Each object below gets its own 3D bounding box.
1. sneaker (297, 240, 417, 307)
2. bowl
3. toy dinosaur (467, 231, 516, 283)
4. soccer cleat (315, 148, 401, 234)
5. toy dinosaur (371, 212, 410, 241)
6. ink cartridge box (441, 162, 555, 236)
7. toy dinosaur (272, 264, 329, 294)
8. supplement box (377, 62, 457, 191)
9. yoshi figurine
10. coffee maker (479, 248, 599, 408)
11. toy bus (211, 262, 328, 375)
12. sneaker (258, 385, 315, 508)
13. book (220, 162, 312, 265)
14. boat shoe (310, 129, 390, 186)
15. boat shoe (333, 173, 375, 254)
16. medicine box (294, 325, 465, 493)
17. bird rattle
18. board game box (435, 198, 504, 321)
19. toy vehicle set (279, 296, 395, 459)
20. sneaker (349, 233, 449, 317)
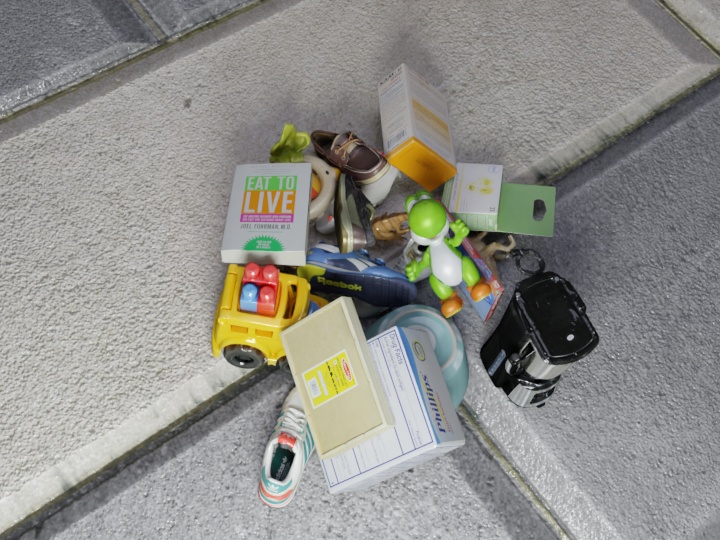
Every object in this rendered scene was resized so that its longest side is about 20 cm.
[{"bbox_3d":[0.000,0.000,1.555,0.197,0.075,0.083,16,47,4],"label":"sneaker"},{"bbox_3d":[0.090,0.137,1.539,0.197,0.105,0.203,4,60,-7],"label":"bowl"},{"bbox_3d":[0.222,-0.026,1.685,0.100,0.059,0.201,-27,53,-11],"label":"toy dinosaur"},{"bbox_3d":[0.002,-0.129,1.705,0.200,0.078,0.069,-48,39,-14],"label":"soccer cleat"},{"bbox_3d":[0.026,-0.069,1.655,0.198,0.106,0.061,-27,81,24],"label":"toy dinosaur"},{"bbox_3d":[0.248,-0.129,1.707,0.197,0.048,0.147,3,43,12],"label":"ink cartridge box"},{"bbox_3d":[-0.121,-0.011,1.632,0.105,0.061,0.200,-18,55,-41],"label":"toy dinosaur"},{"bbox_3d":[0.102,-0.261,1.744,0.125,0.073,0.202,30,42,-36],"label":"supplement box"},{"bbox_3d":[0.126,-0.033,1.514,0.112,0.112,0.202,-26,88,-34],"label":"yoshi figurine"},{"bbox_3d":[0.277,0.098,1.533,0.132,0.201,0.195,2,62,-9],"label":"coffee maker"},{"bbox_3d":[-0.131,0.061,1.501,0.197,0.193,0.137,10,57,-4],"label":"toy bus"},{"bbox_3d":[-0.101,0.254,1.448,0.069,0.094,0.202,18,59,2],"label":"sneaker"},{"bbox_3d":[-0.148,-0.091,1.542,0.131,0.048,0.202,1,47,0],"label":"book"},{"bbox_3d":[-0.025,-0.208,1.683,0.072,0.072,0.199,-44,38,-10],"label":"boat shoe"},{"bbox_3d":[-0.009,-0.093,1.578,0.065,0.073,0.202,4,33,-6],"label":"boat shoe"},{"bbox_3d":[0.027,0.208,1.418,0.198,0.103,0.184,-28,69,24],"label":"medicine box"},{"bbox_3d":[-0.125,-0.150,1.658,0.161,0.113,0.201,21,57,16],"label":"bird rattle"},{"bbox_3d":[0.174,-0.018,1.641,0.019,0.103,0.201,-25,67,-18],"label":"board game box"},{"bbox_3d":[-0.036,0.156,1.388,0.123,0.026,0.202,-29,69,25],"label":"toy vehicle set"},{"bbox_3d":[0.066,-0.006,1.611,0.199,0.116,0.074,-35,74,-23],"label":"sneaker"}]
